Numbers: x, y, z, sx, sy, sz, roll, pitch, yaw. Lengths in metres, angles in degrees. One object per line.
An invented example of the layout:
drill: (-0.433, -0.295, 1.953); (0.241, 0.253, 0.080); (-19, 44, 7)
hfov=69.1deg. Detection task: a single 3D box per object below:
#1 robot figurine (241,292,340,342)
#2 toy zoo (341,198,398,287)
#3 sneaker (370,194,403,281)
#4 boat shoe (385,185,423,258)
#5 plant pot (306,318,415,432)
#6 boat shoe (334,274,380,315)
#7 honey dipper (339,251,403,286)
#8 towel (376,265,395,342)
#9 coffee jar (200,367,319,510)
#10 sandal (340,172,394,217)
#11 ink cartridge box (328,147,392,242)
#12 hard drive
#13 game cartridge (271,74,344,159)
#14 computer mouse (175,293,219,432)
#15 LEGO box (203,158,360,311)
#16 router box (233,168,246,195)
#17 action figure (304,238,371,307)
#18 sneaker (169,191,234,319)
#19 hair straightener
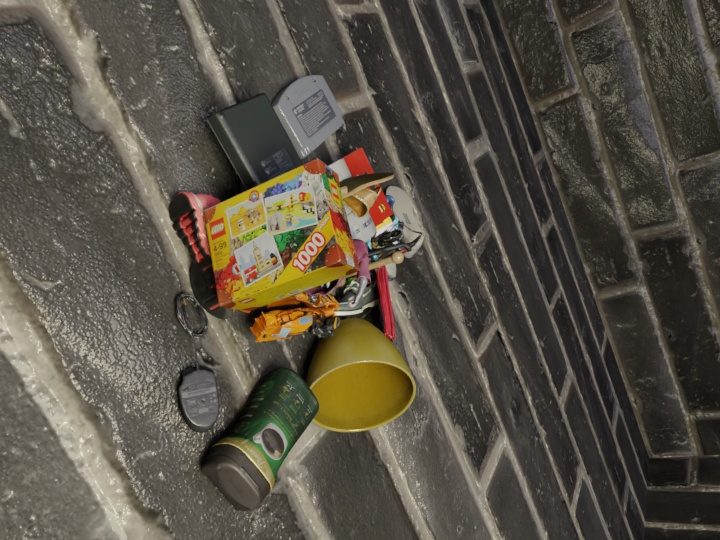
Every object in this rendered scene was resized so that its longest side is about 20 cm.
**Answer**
robot figurine: (-0.116, 0.059, 0.889); (0.198, 0.059, 0.145); (-7, 48, -50)
toy zoo: (0.007, -0.069, 1.117); (0.198, 0.020, 0.133); (-33, 105, -29)
sneaker: (0.059, -0.079, 1.200); (0.076, 0.084, 0.205); (-2, 80, -53)
boat shoe: (0.100, -0.119, 1.281); (0.071, 0.069, 0.203); (-3, 53, -27)
plant pot: (-0.010, 0.175, 0.953); (0.200, 0.198, 0.144); (41, 23, -36)
boat shoe: (-0.017, 0.050, 1.057); (0.199, 0.071, 0.063); (-15, 100, -62)
honey dipper: (0.000, 0.000, 0.994); (0.038, 0.197, 0.039); (21, 61, -45)
towel: (0.053, 0.074, 1.082); (0.200, 0.022, 0.148); (70, 14, -79)
coffee jar: (-0.149, 0.253, 0.797); (0.105, 0.084, 0.201); (55, 39, -16)
sandal: (-0.012, -0.130, 0.965); (0.210, 0.076, 0.071); (-25, 117, -47)
ink cartridge box: (-0.005, -0.149, 1.048); (0.199, 0.047, 0.162); (-40, 108, -43)
hard drive: (-0.158, -0.189, 0.889); (0.203, 0.032, 0.140); (62, 37, -16)
game cartridge: (-0.111, -0.335, 1.110); (0.135, 0.040, 0.201); (62, 37, -22)
computer mouse: (-0.245, 0.133, 0.767); (0.058, 0.034, 0.205); (-1, 72, -36)
LEGO box: (-0.114, -0.045, 0.752); (0.077, 0.196, 0.152); (21, 51, -66)
router box: (-0.139, -0.112, 0.967); (0.198, 0.061, 0.154); (13, 66, -51)
action figure: (-0.041, -0.026, 0.888); (0.199, 0.133, 0.151); (-26, 142, -53)
sneaker: (-0.222, -0.028, 0.816); (0.086, 0.073, 0.205); (-19, 93, -55)
hair straightener: (0.050, -0.054, 1.105); (0.197, 0.041, 0.079); (-25, 100, -25)
